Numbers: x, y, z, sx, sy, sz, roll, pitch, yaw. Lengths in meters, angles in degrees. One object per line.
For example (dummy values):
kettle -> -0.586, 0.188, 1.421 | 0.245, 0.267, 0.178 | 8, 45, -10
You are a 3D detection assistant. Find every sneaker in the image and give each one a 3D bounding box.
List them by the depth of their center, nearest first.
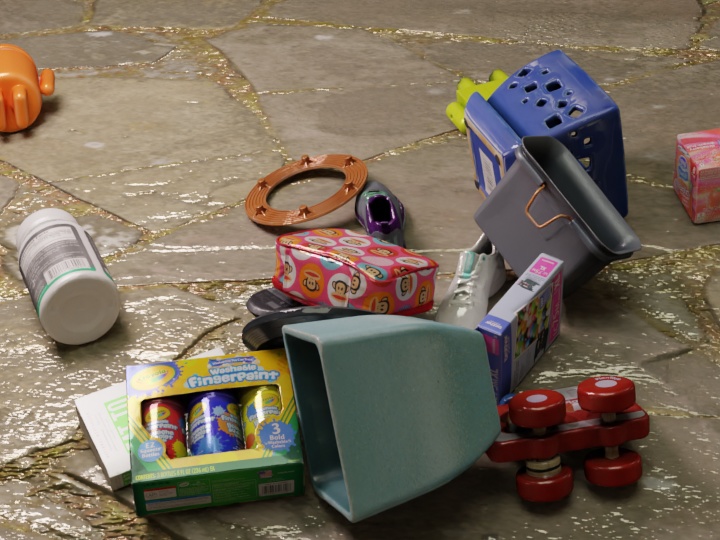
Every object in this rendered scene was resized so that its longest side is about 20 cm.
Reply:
sneaker -> 0.142, 0.020, 1.753 | 0.074, 0.089, 0.201 | 9, 39, 17
sneaker -> 0.033, -0.092, 1.917 | 0.073, 0.089, 0.201 | -9, 37, -5

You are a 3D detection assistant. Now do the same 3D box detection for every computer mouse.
computer mouse -> -0.047, 0.052, 1.777 | 0.198, 0.047, 0.140 | -21, 34, -38

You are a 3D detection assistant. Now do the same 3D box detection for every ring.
ring -> -0.084, -0.129, 2.008 | 0.197, 0.019, 0.201 | -14, 30, 8

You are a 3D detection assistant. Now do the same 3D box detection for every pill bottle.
pill bottle -> -0.411, 0.003, 1.830 | 0.112, 0.114, 0.200 | -18, 38, -16

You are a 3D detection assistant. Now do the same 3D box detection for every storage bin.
storage bin -> 0.246, -0.057, 1.740 | 0.201, 0.135, 0.145 | 53, 30, 18

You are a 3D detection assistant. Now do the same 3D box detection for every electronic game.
electronic game -> -0.048, 0.081, 1.628 | 0.197, 0.200, 0.042 | -3, 71, 4

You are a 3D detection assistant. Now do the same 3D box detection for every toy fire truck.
toy fire truck -> 0.232, 0.178, 1.533 | 0.197, 0.114, 0.168 | -10, 13, -6

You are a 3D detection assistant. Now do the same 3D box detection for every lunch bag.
lunch bag -> 0.000, 0.000, 1.728 | 0.198, 0.083, 0.175 | 21, 22, 36

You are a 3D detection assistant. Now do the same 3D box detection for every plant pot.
plant pot -> 0.042, 0.142, 1.466 | 0.197, 0.200, 0.196 | -13, 4, -14
plant pot -> 0.262, -0.170, 1.910 | 0.178, 0.202, 0.201 | -21, 39, -9

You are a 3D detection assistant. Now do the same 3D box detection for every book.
book -> -0.236, 0.183, 1.630 | 0.198, 0.049, 0.134 | -21, 45, -20

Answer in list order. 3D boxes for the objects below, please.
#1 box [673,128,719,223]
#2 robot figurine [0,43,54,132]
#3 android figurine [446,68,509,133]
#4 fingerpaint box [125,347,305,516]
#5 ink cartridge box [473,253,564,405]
box -> 0.564, -0.145, 1.910 | 0.197, 0.096, 0.103 | -8, 37, -3
robot figurine -> -0.614, -0.318, 2.283 | 0.143, 0.117, 0.201 | -38, 37, 10
android figurine -> 0.236, -0.268, 2.164 | 0.180, 0.042, 0.201 | -16, 37, -14
fingerpaint box -> -0.172, 0.186, 1.548 | 0.197, 0.074, 0.168 | -5, 49, -7
ink cartridge box -> 0.191, 0.082, 1.637 | 0.042, 0.121, 0.200 | 22, 44, 30
